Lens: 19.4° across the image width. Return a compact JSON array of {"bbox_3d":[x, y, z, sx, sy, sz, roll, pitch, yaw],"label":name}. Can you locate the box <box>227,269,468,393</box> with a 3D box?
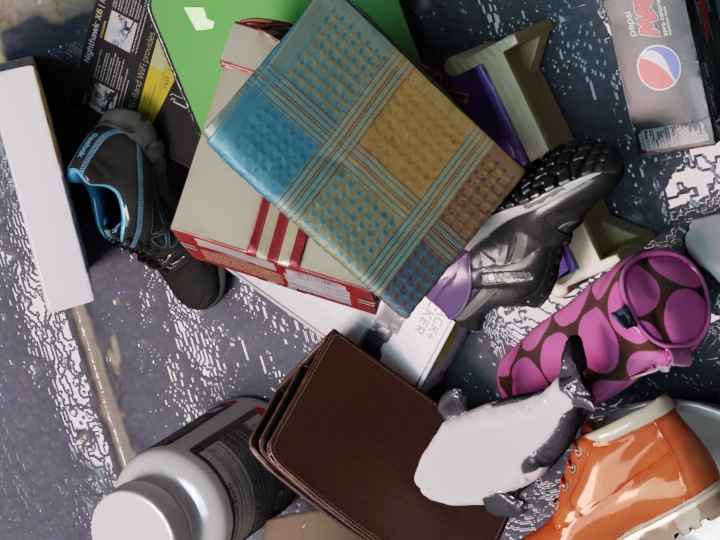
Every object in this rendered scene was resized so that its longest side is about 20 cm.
[{"bbox_3d":[0.000,0.000,1.723,0.200,0.060,0.117,36,119,13],"label":"box"}]

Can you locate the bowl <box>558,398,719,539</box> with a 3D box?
[{"bbox_3d":[0.260,0.181,1.625,0.200,0.090,0.202,9,110,25],"label":"bowl"}]

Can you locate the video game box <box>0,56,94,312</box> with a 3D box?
[{"bbox_3d":[-0.269,-0.076,1.779,0.047,0.182,0.201,-15,101,-9],"label":"video game box"}]

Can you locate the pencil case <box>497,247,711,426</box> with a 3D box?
[{"bbox_3d":[0.181,0.063,1.596,0.200,0.090,0.094,-46,59,56],"label":"pencil case"}]

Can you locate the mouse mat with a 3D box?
[{"bbox_3d":[-0.055,-0.176,1.681,0.199,0.008,0.161,-17,111,12],"label":"mouse mat"}]

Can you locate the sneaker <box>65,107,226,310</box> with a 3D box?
[{"bbox_3d":[-0.183,-0.036,1.768,0.073,0.082,0.200,1,131,41],"label":"sneaker"}]

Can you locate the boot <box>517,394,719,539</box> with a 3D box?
[{"bbox_3d":[0.173,0.169,1.579,0.200,0.075,0.108,-31,87,23],"label":"boot"}]

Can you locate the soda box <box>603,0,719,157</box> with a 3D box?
[{"bbox_3d":[0.221,-0.189,1.544,0.063,0.071,0.201,-8,102,28],"label":"soda box"}]

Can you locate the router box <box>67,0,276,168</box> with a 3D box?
[{"bbox_3d":[-0.144,-0.197,1.742,0.157,0.052,0.201,28,116,18],"label":"router box"}]

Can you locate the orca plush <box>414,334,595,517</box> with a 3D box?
[{"bbox_3d":[0.120,0.112,1.586,0.105,0.071,0.200,46,132,16],"label":"orca plush"}]

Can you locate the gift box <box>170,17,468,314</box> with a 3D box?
[{"bbox_3d":[-0.028,-0.084,1.583,0.184,0.200,0.187,18,82,-1],"label":"gift box"}]

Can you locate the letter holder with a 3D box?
[{"bbox_3d":[0.011,0.172,1.677,0.200,0.142,0.101,35,141,-8],"label":"letter holder"}]

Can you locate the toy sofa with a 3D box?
[{"bbox_3d":[0.133,-0.082,1.616,0.097,0.083,0.201,-24,93,30],"label":"toy sofa"}]

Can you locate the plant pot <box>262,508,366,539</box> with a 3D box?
[{"bbox_3d":[-0.013,0.286,1.763,0.200,0.200,0.175,-14,80,30],"label":"plant pot"}]

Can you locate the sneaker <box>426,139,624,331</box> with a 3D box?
[{"bbox_3d":[0.129,-0.023,1.559,0.200,0.076,0.088,-30,107,37],"label":"sneaker"}]

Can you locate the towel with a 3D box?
[{"bbox_3d":[0.003,-0.084,1.494,0.200,0.022,0.147,42,81,-13],"label":"towel"}]

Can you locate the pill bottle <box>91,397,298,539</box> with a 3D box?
[{"bbox_3d":[-0.137,0.188,1.770,0.110,0.200,0.111,9,109,26],"label":"pill bottle"}]

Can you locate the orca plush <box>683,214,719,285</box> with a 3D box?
[{"bbox_3d":[0.341,0.001,1.552,0.199,0.071,0.106,-4,59,24],"label":"orca plush"}]
